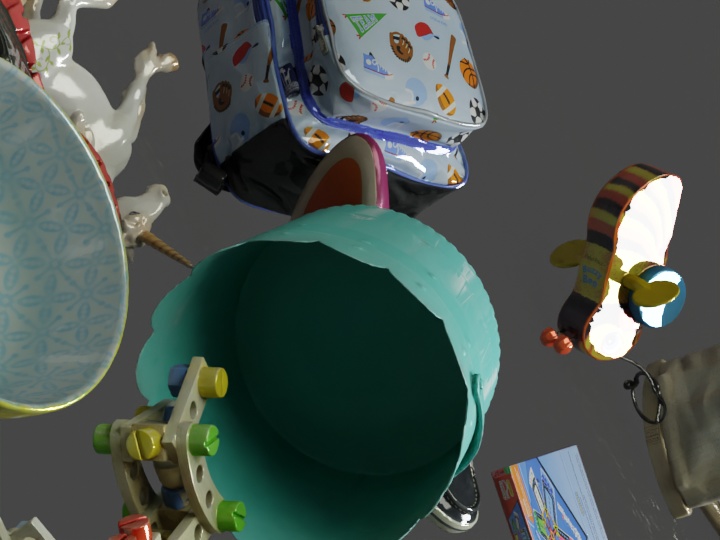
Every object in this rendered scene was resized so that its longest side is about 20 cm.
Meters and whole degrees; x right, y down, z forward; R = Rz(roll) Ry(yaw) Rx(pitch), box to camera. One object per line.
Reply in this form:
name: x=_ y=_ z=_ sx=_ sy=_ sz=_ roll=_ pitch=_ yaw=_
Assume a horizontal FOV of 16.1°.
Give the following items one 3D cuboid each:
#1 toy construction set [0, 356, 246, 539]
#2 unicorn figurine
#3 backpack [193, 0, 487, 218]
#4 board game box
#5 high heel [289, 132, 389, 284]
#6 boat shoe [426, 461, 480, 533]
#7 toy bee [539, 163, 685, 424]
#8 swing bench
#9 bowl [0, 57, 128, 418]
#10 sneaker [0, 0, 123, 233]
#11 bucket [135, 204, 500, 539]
toy construction set: x=-0.131 y=0.144 z=1.401 sx=0.200 sy=0.092 sz=0.132 roll=-35 pitch=126 yaw=-49
unicorn figurine: x=-0.162 y=-0.098 z=1.525 sx=0.200 sy=0.074 sz=0.138 roll=42 pitch=49 yaw=-12
backpack: x=-0.020 y=-0.134 z=1.672 sx=0.199 sy=0.154 sz=0.191 roll=17 pitch=44 yaw=-46
board game box: x=0.156 y=0.230 z=1.829 sx=0.103 sy=0.019 sz=0.201 roll=-9 pitch=80 yaw=-58
high heel: x=0.000 y=0.000 z=1.628 sx=0.096 sy=0.067 sz=0.201 roll=-19 pitch=131 yaw=-50
boat shoe: x=0.046 y=0.078 z=1.720 sx=0.074 sy=0.062 sz=0.201 roll=-4 pitch=77 yaw=-57
toy bee: x=0.191 y=0.024 z=1.918 sx=0.108 sy=0.131 sz=0.201 roll=-10 pitch=90 yaw=-32
swing bench: x=0.353 y=0.142 z=1.997 sx=0.200 sy=0.198 sz=0.130 roll=42 pitch=41 yaw=-33
bowl: x=-0.227 y=-0.008 z=1.335 sx=0.200 sy=0.107 sz=0.201 roll=33 pitch=47 yaw=-42
sneaker: x=-0.202 y=-0.077 z=1.430 sx=0.201 sy=0.071 sz=0.098 roll=64 pitch=17 yaw=-4
bucket: x=-0.017 y=0.062 z=1.515 sx=0.208 sy=0.206 sz=0.135 roll=65 pitch=22 yaw=-5
